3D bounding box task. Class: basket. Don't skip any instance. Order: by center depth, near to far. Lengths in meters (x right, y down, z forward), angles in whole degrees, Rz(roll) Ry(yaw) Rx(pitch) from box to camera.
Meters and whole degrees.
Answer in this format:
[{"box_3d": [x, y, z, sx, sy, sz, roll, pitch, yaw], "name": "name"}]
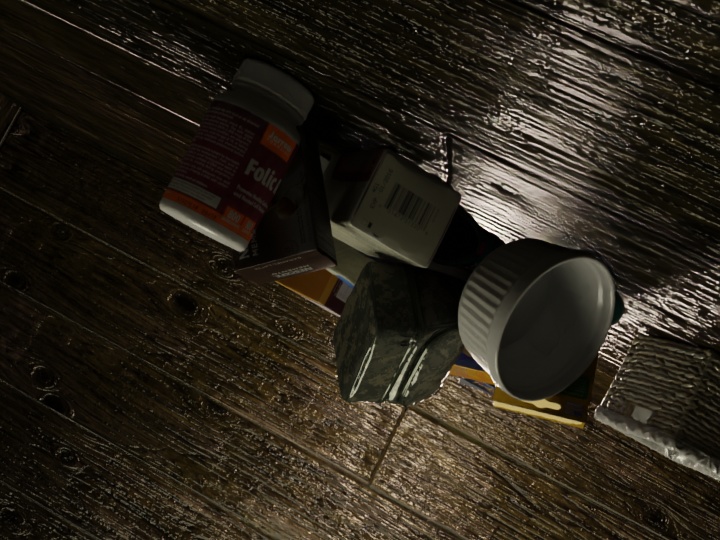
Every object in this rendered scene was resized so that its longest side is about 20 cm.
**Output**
[{"box_3d": [0.518, 0.221, 1.296, 0.199, 0.162, 0.198, 30, 175, -18], "name": "basket"}]

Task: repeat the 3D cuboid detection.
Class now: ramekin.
[{"box_3d": [0.218, 0.054, 1.062, 0.200, 0.201, 0.105, 32, -176, -40], "name": "ramekin"}]

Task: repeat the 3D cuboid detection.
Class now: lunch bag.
[{"box_3d": [0.067, 0.092, 1.161, 0.166, 0.201, 0.140, 5, -135, -18], "name": "lunch bag"}]

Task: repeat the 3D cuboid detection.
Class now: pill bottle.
[{"box_3d": [-0.140, -0.135, 0.972, 0.114, 0.201, 0.114, 27, 176, 2], "name": "pill bottle"}]

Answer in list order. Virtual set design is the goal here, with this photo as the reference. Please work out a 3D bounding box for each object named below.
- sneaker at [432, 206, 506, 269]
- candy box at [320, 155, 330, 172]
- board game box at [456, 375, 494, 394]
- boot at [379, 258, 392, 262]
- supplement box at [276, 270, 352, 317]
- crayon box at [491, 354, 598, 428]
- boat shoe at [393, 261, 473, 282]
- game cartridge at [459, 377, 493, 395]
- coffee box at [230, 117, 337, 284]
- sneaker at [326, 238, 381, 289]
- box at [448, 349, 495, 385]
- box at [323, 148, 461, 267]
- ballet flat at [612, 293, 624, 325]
[{"box_3d": [0.104, -0.051, 1.182, 0.199, 0.084, 0.121, 16, 175, 28], "name": "sneaker"}, {"box_3d": [-0.011, -0.102, 1.357, 0.199, 0.072, 0.168, 28, 175, -12], "name": "candy box"}, {"box_3d": [0.228, 0.102, 1.418, 0.135, 0.201, 0.035, 26, 156, 13], "name": "board game box"}, {"box_3d": [0.101, 0.004, 1.436, 0.199, 0.075, 0.097, -26, 148, 36], "name": "boot"}, {"box_3d": [-0.029, -0.018, 1.582, 0.132, 0.198, 0.200, 24, 173, 36], "name": "supplement box"}, {"box_3d": [0.258, 0.138, 1.148, 0.125, 0.200, 0.052, 12, 131, 15], "name": "crayon box"}, {"box_3d": [0.125, 0.018, 1.265, 0.068, 0.075, 0.200, -19, -154, -27], "name": "boat shoe"}, {"box_3d": [0.264, 0.127, 1.442, 0.129, 0.201, 0.038, 22, 155, 8], "name": "game cartridge"}, {"box_3d": [-0.107, -0.096, 1.056, 0.113, 0.202, 0.080, -13, 163, 14], "name": "coffee box"}, {"box_3d": [-0.001, 0.001, 1.297, 0.200, 0.077, 0.111, 38, 172, 35], "name": "sneaker"}, {"box_3d": [0.238, 0.119, 1.255, 0.198, 0.120, 0.042, 10, 148, 22], "name": "box"}, {"box_3d": [0.023, -0.086, 1.125, 0.127, 0.110, 0.200, 28, 175, -22], "name": "box"}, {"box_3d": [0.272, 0.032, 1.179, 0.198, 0.070, 0.069, 16, 175, -3], "name": "ballet flat"}]
